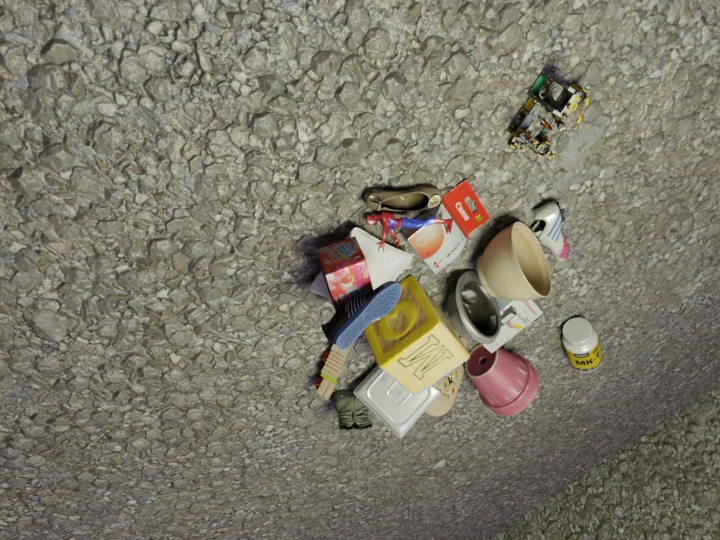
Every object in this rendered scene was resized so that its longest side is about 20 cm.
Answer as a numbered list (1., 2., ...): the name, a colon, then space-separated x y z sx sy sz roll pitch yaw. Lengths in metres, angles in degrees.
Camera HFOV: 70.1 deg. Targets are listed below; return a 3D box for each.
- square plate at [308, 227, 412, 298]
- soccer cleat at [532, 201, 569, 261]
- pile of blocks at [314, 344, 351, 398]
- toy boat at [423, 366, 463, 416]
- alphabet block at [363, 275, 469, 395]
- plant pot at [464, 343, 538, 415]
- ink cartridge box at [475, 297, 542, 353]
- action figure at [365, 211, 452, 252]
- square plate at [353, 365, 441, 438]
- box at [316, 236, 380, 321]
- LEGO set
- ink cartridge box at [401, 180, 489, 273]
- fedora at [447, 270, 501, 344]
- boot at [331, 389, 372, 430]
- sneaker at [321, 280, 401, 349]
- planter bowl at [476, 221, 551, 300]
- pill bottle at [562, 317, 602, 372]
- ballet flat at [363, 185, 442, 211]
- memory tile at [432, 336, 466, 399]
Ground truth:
1. square plate: 0.000 0.000 1.263 0.198 0.029 0.199 23 115 -36
2. soccer cleat: 0.510 -0.099 1.394 0.085 0.070 0.202 -20 128 7
3. pile of blocks: -0.080 0.265 1.448 0.061 0.082 0.202 27 110 10
4. toy boat: 0.226 0.348 1.599 0.130 0.130 0.202 35 69 -28
5. alphabet block: 0.140 0.176 1.369 0.195 0.196 0.200 -38 134 8
6. plant pot: 0.435 0.331 1.639 0.200 0.201 0.179 -43 115 14
7. ink cartridge box: 0.419 0.130 1.525 0.199 0.083 0.145 -41 131 13
8. action figure: 0.106 -0.084 1.181 0.196 0.065 0.101 8 92 0
9. square plate: 0.111 0.357 1.507 0.198 0.028 0.200 43 94 3
10. box: -0.026 0.036 1.187 0.098 0.096 0.202 -20 133 -6
11. LEGO set: 0.426 -0.327 1.124 0.152 0.117 0.201 22 117 -35
12. ink cartridge box: 0.221 -0.102 1.271 0.199 0.051 0.162 -36 133 12
13. fedora: 0.302 0.111 1.421 0.176 0.202 0.090 -30 180 -44
14. boot: 0.013 0.423 1.557 0.196 0.131 0.069 -4 130 -20
15. sneaker: 0.000 0.083 1.132 0.199 0.078 0.071 -39 133 -18
16. planter bowl: 0.389 -0.008 1.343 0.134 0.203 0.199 -25 141 37
17. pill bottle: 0.755 0.254 1.753 0.113 0.115 0.201 -32 133 5
18. ballet flat: 0.102 -0.159 1.173 0.196 0.047 0.068 -1 129 -22
19. memory tile: 0.263 0.266 1.517 0.017 0.203 0.153 -5 147 38
